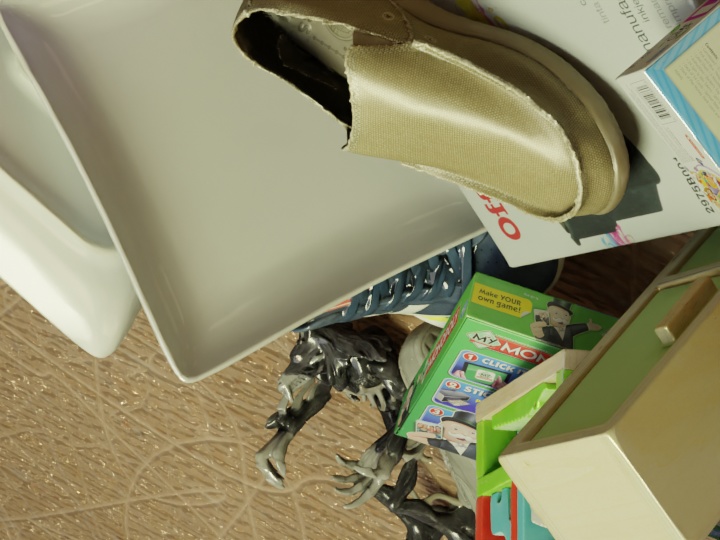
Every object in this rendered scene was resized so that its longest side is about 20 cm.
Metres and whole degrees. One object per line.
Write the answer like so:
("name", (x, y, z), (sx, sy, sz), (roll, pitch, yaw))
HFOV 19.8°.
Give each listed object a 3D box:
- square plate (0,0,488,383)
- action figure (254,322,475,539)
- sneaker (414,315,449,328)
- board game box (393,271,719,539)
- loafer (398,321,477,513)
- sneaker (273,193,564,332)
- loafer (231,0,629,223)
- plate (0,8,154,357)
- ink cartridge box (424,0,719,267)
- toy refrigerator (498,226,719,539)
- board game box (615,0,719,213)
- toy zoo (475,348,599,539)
("square plate", (-0.045, -0.076, 0.975), (0.199, 0.199, 0.028), (64, 159, -1))
("action figure", (-0.001, 0.101, 1.242), (0.200, 0.102, 0.119), (57, 158, -19))
("sneaker", (0.017, -0.058, 1.069), (0.200, 0.076, 0.105), (44, 147, 6))
("board game box", (0.130, 0.074, 1.044), (0.199, 0.029, 0.135), (19, 146, -6))
("loafer", (0.078, 0.115, 1.193), (0.070, 0.070, 0.200), (-16, 114, 46))
("sneaker", (0.000, 0.000, 1.023), (0.199, 0.085, 0.075), (0, 112, 11))
("loafer", (0.025, -0.074, 0.892), (0.200, 0.067, 0.076), (32, 144, 25))
("plate", (-0.142, -0.093, 0.977), (0.200, 0.200, 0.032), (44, 141, -21))
("ink cartridge box", (0.113, -0.091, 0.912), (0.200, 0.083, 0.146), (-14, 115, 54))
("toy refrigerator", (0.152, 0.035, 0.893), (0.070, 0.200, 0.076), (54, 146, -11))
("board game box", (0.213, -0.040, 0.802), (0.200, 0.134, 0.034), (51, 171, -7))
("toy zoo", (0.080, 0.147, 0.941), (0.020, 0.201, 0.131), (5, 165, -13))
